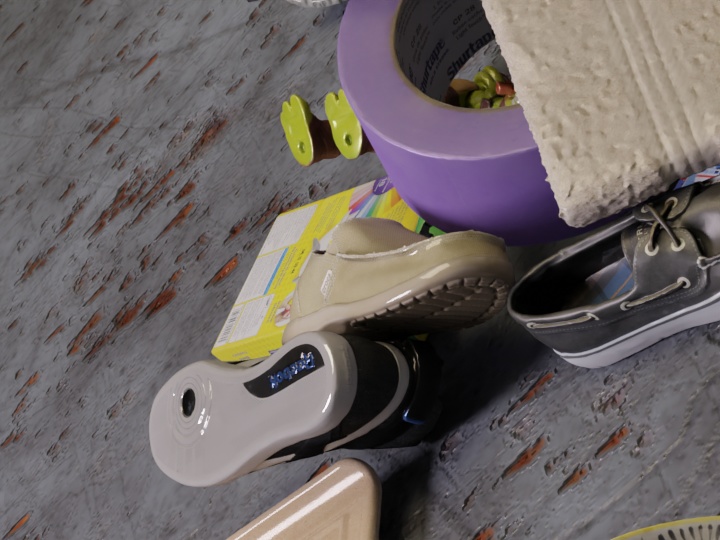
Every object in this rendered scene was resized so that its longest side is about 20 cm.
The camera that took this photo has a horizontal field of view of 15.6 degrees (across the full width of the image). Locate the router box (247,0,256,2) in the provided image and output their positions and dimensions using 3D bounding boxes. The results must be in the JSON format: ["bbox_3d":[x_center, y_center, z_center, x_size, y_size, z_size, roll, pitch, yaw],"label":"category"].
[{"bbox_3d":[0.023,-0.242,1.500,0.200,0.052,0.157,-8,48,34],"label":"router box"}]

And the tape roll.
[{"bbox_3d":[0.093,-0.118,1.474,0.200,0.085,0.200,-11,53,15],"label":"tape roll"}]

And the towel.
[{"bbox_3d":[0.141,-0.116,1.376,0.132,0.034,0.200,-23,49,9],"label":"towel"}]

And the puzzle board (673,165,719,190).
[{"bbox_3d":[0.241,-0.079,1.351,0.151,0.017,0.200,-57,25,-12],"label":"puzzle board"}]

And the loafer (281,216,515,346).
[{"bbox_3d":[0.015,0.002,1.459,0.200,0.076,0.068,-20,68,56],"label":"loafer"}]

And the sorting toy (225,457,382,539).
[{"bbox_3d":[-0.054,0.221,1.438,0.185,0.036,0.200,-37,33,30],"label":"sorting toy"}]

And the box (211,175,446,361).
[{"bbox_3d":[0.000,0.000,1.625,0.200,0.048,0.118,-19,39,53],"label":"box"}]

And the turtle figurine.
[{"bbox_3d":[0.034,-0.100,1.631,0.161,0.065,0.200,-15,20,-33],"label":"turtle figurine"}]

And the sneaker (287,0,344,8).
[{"bbox_3d":[0.016,-0.274,1.962,0.200,0.076,0.088,-42,11,14],"label":"sneaker"}]

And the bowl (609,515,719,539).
[{"bbox_3d":[0.158,0.185,1.004,0.200,0.094,0.201,-1,27,1],"label":"bowl"}]

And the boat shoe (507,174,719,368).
[{"bbox_3d":[0.155,-0.006,1.335,0.200,0.057,0.069,-34,42,42],"label":"boat shoe"}]

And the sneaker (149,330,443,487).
[{"bbox_3d":[-0.027,0.084,1.492,0.200,0.112,0.073,-19,70,52],"label":"sneaker"}]
